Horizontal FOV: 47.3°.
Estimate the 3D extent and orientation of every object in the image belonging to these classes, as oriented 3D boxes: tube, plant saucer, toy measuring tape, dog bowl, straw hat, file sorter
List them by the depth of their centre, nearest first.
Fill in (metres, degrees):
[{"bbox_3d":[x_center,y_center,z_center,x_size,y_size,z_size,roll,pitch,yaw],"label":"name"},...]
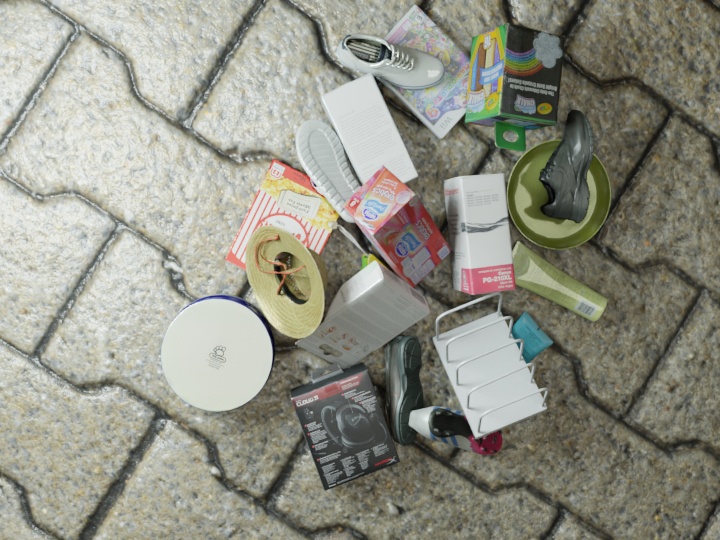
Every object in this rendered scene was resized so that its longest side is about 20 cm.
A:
[{"bbox_3d":[-0.103,0.007,1.410,0.085,0.200,0.203,-21,95,-44],"label":"straw hat"},{"bbox_3d":[0.226,0.163,1.436,0.137,0.125,0.201,-21,65,-4],"label":"file sorter"},{"bbox_3d":[-0.251,0.145,1.459,0.198,0.079,0.203,0,93,-5],"label":"dog bowl"},{"bbox_3d":[0.000,0.000,1.469,0.200,0.074,0.074,43,88,-17],"label":"toy measuring tape"},{"bbox_3d":[0.263,0.173,1.523,0.200,0.050,0.078,-43,93,-6],"label":"tube"},{"bbox_3d":[0.364,-0.140,1.523,0.198,0.031,0.203,0,92,-6],"label":"plant saucer"},{"bbox_3d":[0.360,0.025,1.525,0.199,0.052,0.058,28,49,-2],"label":"tube"}]

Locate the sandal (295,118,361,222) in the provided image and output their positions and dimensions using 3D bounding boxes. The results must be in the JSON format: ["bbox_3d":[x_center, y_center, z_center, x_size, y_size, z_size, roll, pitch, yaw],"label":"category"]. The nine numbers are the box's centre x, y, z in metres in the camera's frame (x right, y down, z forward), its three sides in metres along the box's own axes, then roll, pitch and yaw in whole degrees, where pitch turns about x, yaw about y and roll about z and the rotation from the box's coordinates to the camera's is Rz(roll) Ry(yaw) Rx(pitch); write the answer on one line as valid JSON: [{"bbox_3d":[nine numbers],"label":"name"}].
[{"bbox_3d":[-0.056,-0.168,1.443,0.082,0.050,0.204,-24,80,-19],"label":"sandal"}]

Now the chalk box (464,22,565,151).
[{"bbox_3d":[0.268,-0.313,1.450,0.124,0.124,0.202,5,92,-22],"label":"chalk box"}]

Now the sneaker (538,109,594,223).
[{"bbox_3d":[0.366,-0.188,1.472,0.090,0.076,0.203,4,90,1],"label":"sneaker"}]

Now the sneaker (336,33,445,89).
[{"bbox_3d":[0.055,-0.366,1.448,0.198,0.071,0.074,9,92,-5],"label":"sneaker"}]

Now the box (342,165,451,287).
[{"bbox_3d":[0.065,-0.071,1.413,0.103,0.200,0.095,-44,54,-1],"label":"box"}]

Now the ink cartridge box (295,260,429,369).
[{"bbox_3d":[0.001,0.084,1.444,0.199,0.161,0.050,-35,50,18],"label":"ink cartridge box"}]

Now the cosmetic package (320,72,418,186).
[{"bbox_3d":[0.015,-0.236,1.468,0.101,0.071,0.202,-25,95,-2],"label":"cosmetic package"}]

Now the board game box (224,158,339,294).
[{"bbox_3d":[-0.132,-0.075,1.475,0.150,0.046,0.202,25,90,-5],"label":"board game box"}]

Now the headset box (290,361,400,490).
[{"bbox_3d":[-0.032,0.269,1.480,0.147,0.077,0.202,-21,96,-3],"label":"headset box"}]

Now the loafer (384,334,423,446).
[{"bbox_3d":[0.074,0.216,1.508,0.071,0.063,0.203,-1,95,-45],"label":"loafer"}]

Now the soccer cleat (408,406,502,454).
[{"bbox_3d":[0.175,0.287,1.505,0.199,0.086,0.071,24,72,-34],"label":"soccer cleat"}]

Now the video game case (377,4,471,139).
[{"bbox_3d":[0.123,-0.361,1.499,0.200,0.018,0.143,43,88,-6],"label":"video game case"}]

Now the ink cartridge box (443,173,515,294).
[{"bbox_3d":[0.208,-0.066,1.455,0.083,0.145,0.202,-6,93,-6],"label":"ink cartridge box"}]
